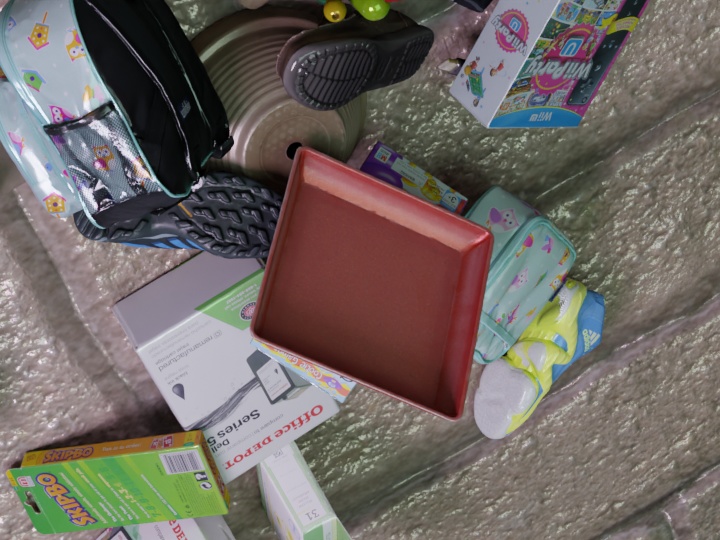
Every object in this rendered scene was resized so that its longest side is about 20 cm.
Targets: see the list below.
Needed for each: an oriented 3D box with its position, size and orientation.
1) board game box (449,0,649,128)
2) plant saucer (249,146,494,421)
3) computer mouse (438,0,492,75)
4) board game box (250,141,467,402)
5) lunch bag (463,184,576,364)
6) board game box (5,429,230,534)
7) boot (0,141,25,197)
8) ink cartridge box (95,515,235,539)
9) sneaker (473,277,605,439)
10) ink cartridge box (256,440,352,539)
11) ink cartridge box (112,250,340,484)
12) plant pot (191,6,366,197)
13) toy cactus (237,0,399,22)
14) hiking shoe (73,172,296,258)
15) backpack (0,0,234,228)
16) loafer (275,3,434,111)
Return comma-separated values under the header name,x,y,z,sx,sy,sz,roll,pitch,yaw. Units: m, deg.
name,x,y,z,sx,sy,sz,roll,pitch,yaw
board game box,0.188,-0.230,1.638,0.147,0.064,0.201,-6,134,-48
plant saucer,0.008,0.016,1.520,0.199,0.200,0.037,24,146,-16
computer mouse,0.091,-0.252,1.616,0.200,0.046,0.141,7,113,-55
board game box,0.000,0.000,1.615,0.105,0.200,0.103,32,144,-1
lunch bag,0.132,0.012,1.743,0.161,0.077,0.200,-54,158,0
board game box,-0.233,0.206,1.703,0.199,0.030,0.096,-10,128,11
boot,-0.330,-0.051,1.466,0.199,0.146,0.071,-23,125,-14
ink cartridge box,-0.215,0.323,1.757,0.200,0.145,0.084,-42,129,2
sneaker,0.202,0.098,1.886,0.105,0.076,0.201,4,125,-40
ink cartridge box,-0.038,0.280,1.764,0.048,0.200,0.146,-25,153,-13
ink cartridge box,-0.125,0.087,1.698,0.145,0.084,0.200,-32,128,-7
plant pot,-0.074,-0.127,1.590,0.200,0.093,0.202,-14,124,-21
toy cactus,-0.055,-0.273,1.486,0.200,0.102,0.165,47,133,-3
hiking shoe,-0.151,-0.052,1.564,0.199,0.087,0.075,7,90,-3
backpack,-0.214,-0.153,1.445,0.153,0.176,0.201,-12,114,23
loafer,-0.016,-0.191,1.540,0.200,0.071,0.073,-18,143,-56
